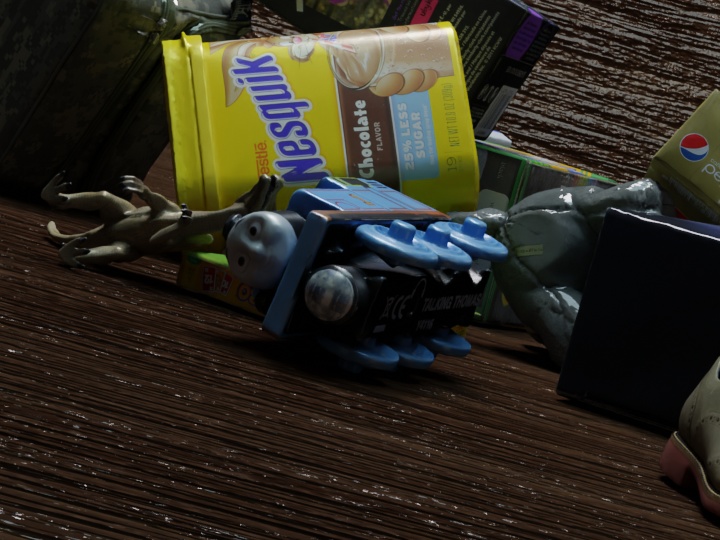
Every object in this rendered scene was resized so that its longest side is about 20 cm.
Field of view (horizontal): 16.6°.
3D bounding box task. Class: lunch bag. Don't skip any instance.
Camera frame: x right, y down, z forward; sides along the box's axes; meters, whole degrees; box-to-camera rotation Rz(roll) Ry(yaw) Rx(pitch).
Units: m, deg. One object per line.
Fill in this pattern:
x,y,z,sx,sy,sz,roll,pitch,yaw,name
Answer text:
-0.189,-0.149,1.798,0.168,0.200,0.139,17,25,-46,lunch bag

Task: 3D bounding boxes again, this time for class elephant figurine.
0.173,0.018,1.671,0.141,0.155,0.200,-27,-19,12,elephant figurine

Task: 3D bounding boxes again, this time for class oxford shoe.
0.194,0.081,1.148,0.070,0.075,0.200,15,5,-18,oxford shoe

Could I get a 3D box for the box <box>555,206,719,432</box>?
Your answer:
0.253,0.047,1.462,0.198,0.124,0.200,16,4,28,box

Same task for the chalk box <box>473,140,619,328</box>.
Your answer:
0.081,-0.032,1.807,0.124,0.125,0.200,19,5,33,chalk box

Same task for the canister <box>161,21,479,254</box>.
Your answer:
-0.028,-0.092,1.665,0.199,0.149,0.087,-6,-25,-5,canister

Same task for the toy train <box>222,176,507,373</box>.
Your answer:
0.000,0.000,1.339,0.114,0.087,0.200,25,12,21,toy train

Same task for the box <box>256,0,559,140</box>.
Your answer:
0.027,-0.192,1.798,0.200,0.106,0.122,36,8,13,box

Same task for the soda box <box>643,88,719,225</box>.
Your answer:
0.230,-0.051,1.684,0.064,0.068,0.200,41,-12,8,soda box

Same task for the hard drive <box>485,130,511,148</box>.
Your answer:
0.012,-0.063,1.893,0.200,0.132,0.025,11,22,-40,hard drive

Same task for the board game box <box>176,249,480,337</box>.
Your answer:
-0.015,0.017,1.509,0.095,0.030,0.200,19,9,33,board game box

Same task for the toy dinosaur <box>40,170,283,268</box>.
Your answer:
-0.139,-0.021,1.456,0.200,0.058,0.101,-8,-14,37,toy dinosaur
